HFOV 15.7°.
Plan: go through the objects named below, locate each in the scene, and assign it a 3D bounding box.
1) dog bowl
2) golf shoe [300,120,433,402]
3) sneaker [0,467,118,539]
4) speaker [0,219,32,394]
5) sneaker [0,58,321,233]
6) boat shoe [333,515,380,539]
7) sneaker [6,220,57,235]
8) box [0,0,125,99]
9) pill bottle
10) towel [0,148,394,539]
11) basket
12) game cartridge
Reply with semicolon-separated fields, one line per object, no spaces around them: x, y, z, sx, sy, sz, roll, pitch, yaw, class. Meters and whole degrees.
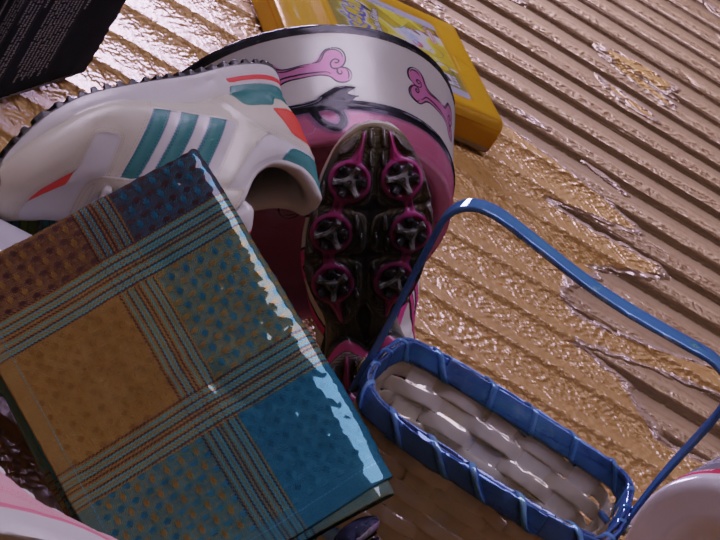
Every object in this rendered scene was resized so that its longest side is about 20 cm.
-0.033;-0.048;1.521;0.199;0.200;0.074;17;44;-36;dog bowl
0.000;0.000;1.476;0.072;0.201;0.092;-1;30;-6;golf shoe
-0.171;0.105;1.154;0.199;0.076;0.105;21;30;-18;sneaker
-0.181;0.018;1.311;0.199;0.081;0.081;27;23;-14;speaker
-0.101;-0.046;1.360;0.199;0.070;0.094;-18;70;-41;sneaker
-0.030;0.176;1.174;0.075;0.093;0.200;40;22;-3;boat shoe
-0.180;-0.030;1.401;0.199;0.080;0.077;24;6;-28;sneaker
-0.262;-0.209;1.615;0.200;0.124;0.197;37;20;8;box
0.242;0.160;1.569;0.111;0.111;0.200;41;23;17;pill bottle
-0.091;0.056;1.249;0.201;0.146;0.022;59;-13;16;towel
0.072;0.084;1.366;0.176;0.201;0.139;35;22;1;basket
0.006;-0.181;2.044;0.199;0.033;0.177;24;24;-27;game cartridge
